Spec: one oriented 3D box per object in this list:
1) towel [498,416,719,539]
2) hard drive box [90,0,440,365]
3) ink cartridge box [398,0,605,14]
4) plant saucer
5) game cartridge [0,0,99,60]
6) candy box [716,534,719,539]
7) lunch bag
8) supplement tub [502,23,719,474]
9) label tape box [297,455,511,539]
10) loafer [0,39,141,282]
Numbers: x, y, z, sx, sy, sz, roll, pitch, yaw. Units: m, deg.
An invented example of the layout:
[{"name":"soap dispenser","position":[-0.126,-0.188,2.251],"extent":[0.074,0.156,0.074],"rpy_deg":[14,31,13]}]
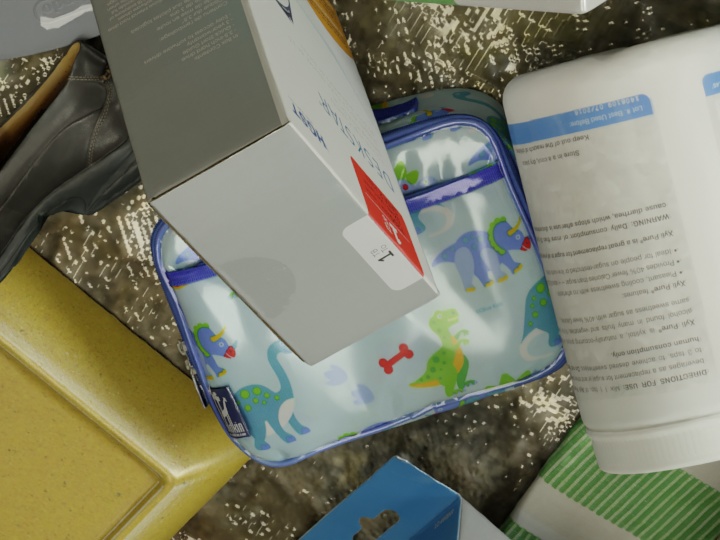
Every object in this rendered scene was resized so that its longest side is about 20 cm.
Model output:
[{"name":"towel","position":[0.148,0.163,1.587],"extent":[0.152,0.023,0.200],"rpy_deg":[30,113,-8]},{"name":"hard drive box","position":[-0.052,-0.080,1.371],"extent":[0.077,0.200,0.156],"rpy_deg":[-28,141,12]},{"name":"ink cartridge box","position":[0.053,-0.231,1.364],"extent":[0.146,0.084,0.201],"rpy_deg":[7,116,31]},{"name":"plant saucer","position":[-0.191,0.106,1.565],"extent":[0.200,0.048,0.200],"rpy_deg":[40,108,-13]},{"name":"game cartridge","position":[-0.154,-0.180,1.450],"extent":[0.199,0.041,0.133],"rpy_deg":[-19,107,11]},{"name":"candy box","position":[0.281,0.178,1.507],"extent":[0.200,0.077,0.169],"rpy_deg":[28,121,0]},{"name":"lunch bag","position":[0.000,0.000,1.495],"extent":[0.199,0.082,0.161],"rpy_deg":[-16,108,8]},{"name":"supplement tub","position":[0.153,-0.012,1.428],"extent":[0.131,0.132,0.201],"rpy_deg":[-13,94,8]},{"name":"label tape box","position":[0.052,0.204,1.540],"extent":[0.200,0.066,0.143],"rpy_deg":[39,140,-5]},{"name":"loafer","position":[-0.193,-0.041,1.478],"extent":[0.200,0.073,0.072],"rpy_deg":[-38,121,0]}]
